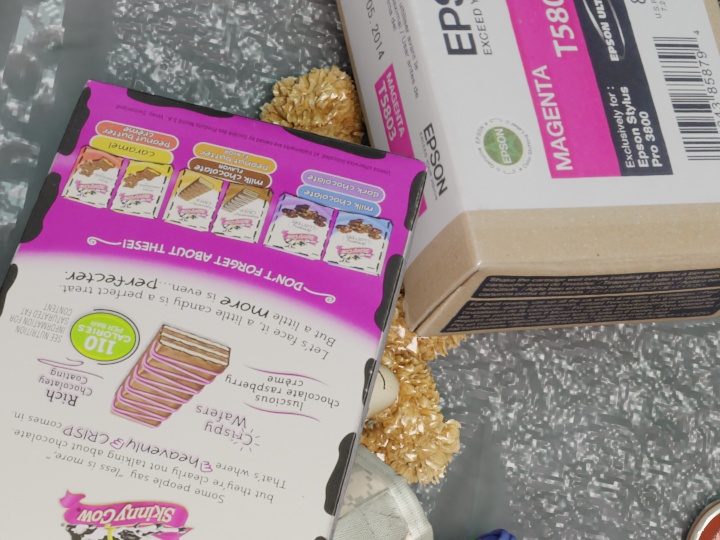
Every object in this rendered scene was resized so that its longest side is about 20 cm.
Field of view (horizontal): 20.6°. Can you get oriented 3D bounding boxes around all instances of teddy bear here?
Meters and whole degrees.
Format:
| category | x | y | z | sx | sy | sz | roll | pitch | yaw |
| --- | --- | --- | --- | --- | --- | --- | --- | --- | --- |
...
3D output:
| category | x | y | z | sx | sy | sz | roll | pitch | yaw |
| --- | --- | --- | --- | --- | --- | --- | --- | --- | --- |
| teddy bear | 0.000 | 0.000 | 0.907 | 0.144 | 0.067 | 0.201 | 24 | 72 | -10 |

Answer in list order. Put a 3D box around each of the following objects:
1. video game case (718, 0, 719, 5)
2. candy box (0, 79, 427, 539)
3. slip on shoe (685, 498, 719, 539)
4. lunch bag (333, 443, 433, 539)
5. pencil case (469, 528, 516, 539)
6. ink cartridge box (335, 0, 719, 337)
| category | x | y | z | sx | sy | sz | roll | pitch | yaw |
| --- | --- | --- | --- | --- | --- | --- | --- | --- | --- |
| video game case | 0.211 | -0.191 | 1.040 | 0.182 | 0.023 | 0.200 | 38 | 71 | -8 |
| candy box | -0.063 | 0.038 | 0.705 | 0.136 | 0.061 | 0.201 | 14 | 55 | 4 |
| slip on shoe | 0.193 | 0.206 | 0.931 | 0.074 | 0.061 | 0.201 | 0 | 78 | -16 |
| lunch bag | -0.068 | 0.147 | 0.783 | 0.163 | 0.200 | 0.118 | -27 | 87 | -22 |
| pencil case | 0.068 | 0.216 | 0.877 | 0.087 | 0.078 | 0.201 | -21 | 85 | -50 |
| ink cartridge box | 0.087 | -0.078 | 0.898 | 0.164 | 0.075 | 0.201 | -3 | 67 | -25 |
